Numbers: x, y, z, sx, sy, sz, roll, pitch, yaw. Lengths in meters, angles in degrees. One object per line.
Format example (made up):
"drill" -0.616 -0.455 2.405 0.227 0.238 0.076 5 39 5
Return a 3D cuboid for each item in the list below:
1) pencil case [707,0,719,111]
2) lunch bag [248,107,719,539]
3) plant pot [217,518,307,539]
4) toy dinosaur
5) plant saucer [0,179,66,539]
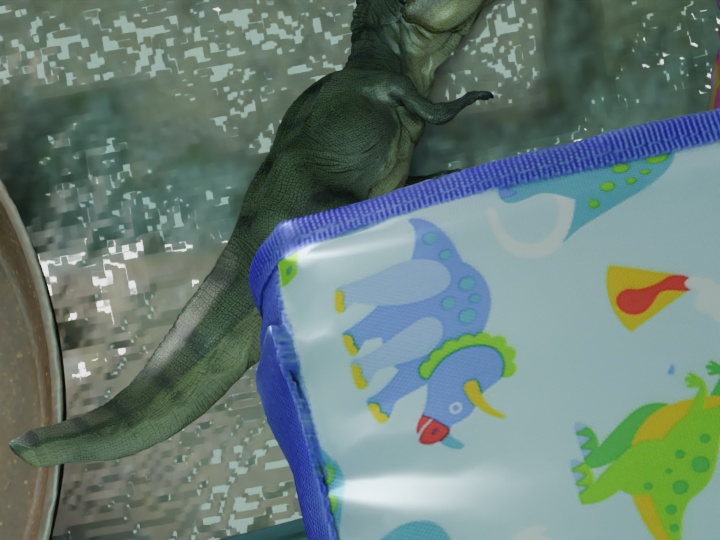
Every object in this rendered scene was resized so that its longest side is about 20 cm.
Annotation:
"pencil case" 0.124 0.022 0.730 0.087 0.087 0.202 4 88 8
"lunch bag" 0.087 0.059 0.589 0.199 0.128 0.171 -4 56 -19
"plant pot" -0.006 0.129 0.687 0.140 0.200 0.142 -15 86 7
"toy dinosaur" 0.000 0.000 0.745 0.088 0.047 0.200 36 59 -1
"plant saucer" -0.149 0.043 0.767 0.199 0.037 0.202 -3 84 29
